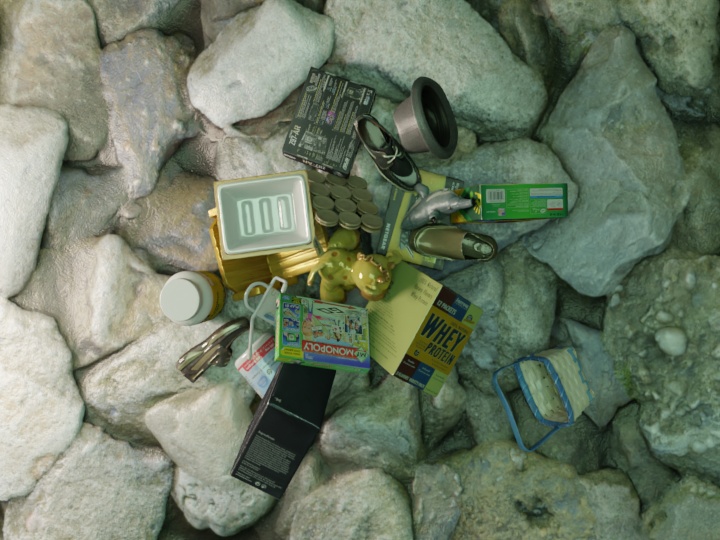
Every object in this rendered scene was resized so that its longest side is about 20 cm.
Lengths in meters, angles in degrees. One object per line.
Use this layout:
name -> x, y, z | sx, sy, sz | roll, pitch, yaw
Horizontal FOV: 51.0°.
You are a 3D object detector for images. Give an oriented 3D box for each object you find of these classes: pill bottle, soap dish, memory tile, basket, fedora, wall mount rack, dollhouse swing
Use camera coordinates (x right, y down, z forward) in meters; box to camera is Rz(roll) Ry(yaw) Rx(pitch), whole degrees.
pill bottle -> -0.175, 0.244, 1.653 | 0.108, 0.109, 0.201 | -42, 89, 2
soap dish -> -0.195, -0.113, 1.554 | 0.194, 0.081, 0.162 | -8, 89, -3
pill bottle -> -0.359, 0.058, 1.613 | 0.109, 0.200, 0.116 | 0, 91, 3
memory tile -> -0.038, -0.148, 1.602 | 0.149, 0.202, 0.017 | 4, 127, -19
basket -> 0.385, 0.264, 1.603 | 0.196, 0.138, 0.181 | -22, 89, -28
fedora -> 0.130, -0.314, 1.617 | 0.088, 0.201, 0.180 | -17, 108, 27
wall mount rack -> -0.170, 0.118, 1.588 | 0.199, 0.074, 0.177 | 36, 80, -42
dollhouse swing -> -0.191, -0.063, 1.611 | 0.173, 0.179, 0.206 | -16, 90, 46

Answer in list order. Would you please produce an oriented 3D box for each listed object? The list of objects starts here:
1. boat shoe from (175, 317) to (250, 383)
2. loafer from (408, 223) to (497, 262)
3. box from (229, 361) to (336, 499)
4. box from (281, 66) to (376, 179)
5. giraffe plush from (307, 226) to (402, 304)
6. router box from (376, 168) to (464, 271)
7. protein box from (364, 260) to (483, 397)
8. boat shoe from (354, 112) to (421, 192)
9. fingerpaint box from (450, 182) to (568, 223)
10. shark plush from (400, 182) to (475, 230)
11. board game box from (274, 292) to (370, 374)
boat shoe -> -0.318, 0.178, 1.684 | 0.198, 0.075, 0.074 | -34, 99, 11
loafer -> 0.201, -0.060, 1.604 | 0.194, 0.067, 0.079 | 4, 92, -2
box -> -0.150, 0.298, 1.493 | 0.115, 0.198, 0.203 | 26, 117, -5
box -> -0.068, -0.324, 1.659 | 0.156, 0.044, 0.205 | 18, 82, 2
giraffe plush -> 0.000, 0.000, 1.568 | 0.158, 0.200, 0.177 | 15, 78, 23
router box -> 0.130, -0.116, 1.664 | 0.153, 0.052, 0.206 | 13, 91, 2
protein box -> 0.114, 0.113, 1.577 | 0.133, 0.198, 0.203 | 28, 93, -34
boat shoe -> 0.057, -0.248, 1.605 | 0.071, 0.068, 0.201 | -40, 96, 1
fingerpaint box -> 0.306, -0.137, 1.575 | 0.194, 0.166, 0.076 | -3, 92, -16
shark plush -> 0.167, -0.117, 1.549 | 0.084, 0.197, 0.092 | -48, 125, -28
board game box -> -0.075, 0.128, 1.524 | 0.195, 0.029, 0.138 | 11, 58, -22
